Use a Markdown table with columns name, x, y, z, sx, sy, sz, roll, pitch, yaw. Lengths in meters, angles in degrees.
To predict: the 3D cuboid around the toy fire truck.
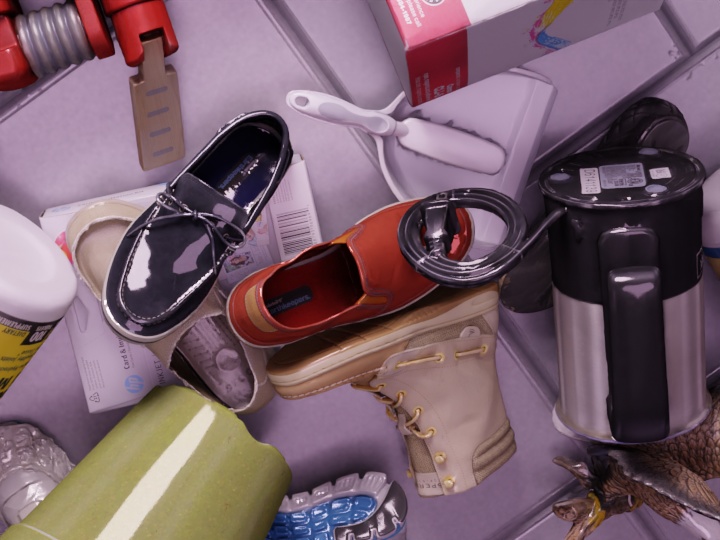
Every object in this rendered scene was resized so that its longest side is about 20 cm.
| name | x | y | z | sx | sy | sz | roll | pitch | yaw |
| --- | --- | --- | --- | --- | --- | --- | --- | --- | --- |
| toy fire truck | -0.204 | -0.160 | 1.139 | 0.176 | 0.129 | 0.200 | -20 | 94 | -1 |

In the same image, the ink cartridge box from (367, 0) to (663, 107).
| name | x | y | z | sx | sy | sz | roll | pitch | yaw |
| --- | --- | --- | --- | --- | --- | --- | --- | --- | --- |
| ink cartridge box | 0.100 | -0.228 | 1.109 | 0.200 | 0.145 | 0.145 | -21 | 79 | 0 |

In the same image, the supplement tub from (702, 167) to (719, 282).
| name | x | y | z | sx | sy | sz | roll | pitch | yaw |
| --- | --- | --- | --- | --- | --- | --- | --- | --- | --- |
| supplement tub | 0.350 | 0.004 | 1.205 | 0.145 | 0.145 | 0.200 | -34 | 104 | 2 |

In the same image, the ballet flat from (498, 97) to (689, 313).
| name | x | y | z | sx | sy | sz | roll | pitch | yaw |
| --- | --- | --- | --- | --- | --- | --- | --- | --- | --- |
| ballet flat | 0.178 | -0.046 | 1.233 | 0.066 | 0.057 | 0.200 | 36 | 103 | -21 |

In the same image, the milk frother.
| name | x | y | z | sx | sy | sz | roll | pitch | yaw |
| --- | --- | --- | --- | --- | --- | --- | --- | --- | --- |
| milk frother | 0.143 | 0.026 | 1.155 | 0.200 | 0.181 | 0.188 | 3 | 115 | 23 |

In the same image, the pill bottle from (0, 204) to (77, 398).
| name | x | y | z | sx | sy | sz | roll | pitch | yaw |
| --- | --- | --- | --- | --- | --- | --- | --- | --- | --- |
| pill bottle | -0.300 | 0.055 | 1.158 | 0.112 | 0.112 | 0.200 | 35 | 112 | -12 |

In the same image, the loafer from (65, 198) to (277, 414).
| name | x | y | z | sx | sy | sz | roll | pitch | yaw |
| --- | --- | --- | --- | --- | --- | --- | --- | --- | --- |
| loafer | -0.130 | 0.028 | 1.160 | 0.200 | 0.068 | 0.076 | 44 | 95 | -12 |

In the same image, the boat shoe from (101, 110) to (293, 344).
| name | x | y | z | sx | sy | sz | roll | pitch | yaw |
| --- | --- | --- | --- | --- | --- | --- | --- | --- | --- |
| boat shoe | -0.112 | -0.036 | 1.121 | 0.075 | 0.062 | 0.200 | 36 | 66 | 0 |

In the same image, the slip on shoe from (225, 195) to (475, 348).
| name | x | y | z | sx | sy | sz | roll | pitch | yaw |
| --- | --- | --- | --- | --- | --- | --- | --- | --- | --- |
| slip on shoe | 0.000 | 0.000 | 1.149 | 0.200 | 0.061 | 0.074 | -22 | 89 | -22 |

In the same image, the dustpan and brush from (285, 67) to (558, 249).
| name | x | y | z | sx | sy | sz | roll | pitch | yaw |
| --- | --- | --- | --- | --- | --- | --- | --- | --- | --- |
| dustpan and brush | 0.039 | -0.101 | 1.194 | 0.200 | 0.057 | 0.140 | 17 | 100 | -9 |

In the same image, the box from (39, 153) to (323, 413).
| name | x | y | z | sx | sy | sz | roll | pitch | yaw |
| --- | --- | --- | --- | --- | --- | --- | --- | --- | --- |
| box | -0.123 | 0.010 | 1.213 | 0.200 | 0.041 | 0.156 | -13 | 103 | -4 |

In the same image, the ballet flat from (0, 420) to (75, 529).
| name | x | y | z | sx | sy | sz | roll | pitch | yaw |
| --- | --- | --- | --- | --- | --- | --- | --- | --- | --- |
| ballet flat | -0.230 | 0.204 | 1.233 | 0.072 | 0.072 | 0.200 | -28 | 103 | 1 |

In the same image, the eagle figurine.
| name | x | y | z | sx | sy | sz | roll | pitch | yaw |
| --- | --- | --- | --- | --- | --- | --- | --- | --- | --- |
| eagle figurine | 0.237 | 0.151 | 1.202 | 0.151 | 0.200 | 0.152 | 23 | 59 | -18 |

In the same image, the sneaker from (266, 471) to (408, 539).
| name | x | y | z | sx | sy | sz | roll | pitch | yaw |
| --- | --- | --- | --- | --- | --- | --- | --- | --- | --- |
| sneaker | -0.057 | 0.213 | 1.253 | 0.200 | 0.075 | 0.087 | -4 | 141 | 9 |

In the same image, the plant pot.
| name | x | y | z | sx | sy | sz | roll | pitch | yaw |
| --- | --- | --- | --- | --- | --- | --- | --- | --- | --- |
| plant pot | -0.148 | 0.189 | 1.145 | 0.200 | 0.200 | 0.190 | 39 | 68 | -12 |

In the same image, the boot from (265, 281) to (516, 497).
| name | x | y | z | sx | sy | sz | roll | pitch | yaw |
| --- | --- | --- | --- | --- | --- | --- | --- | --- | --- |
| boot | 0.030 | 0.103 | 1.209 | 0.200 | 0.073 | 0.156 | -20 | 109 | -33 |
